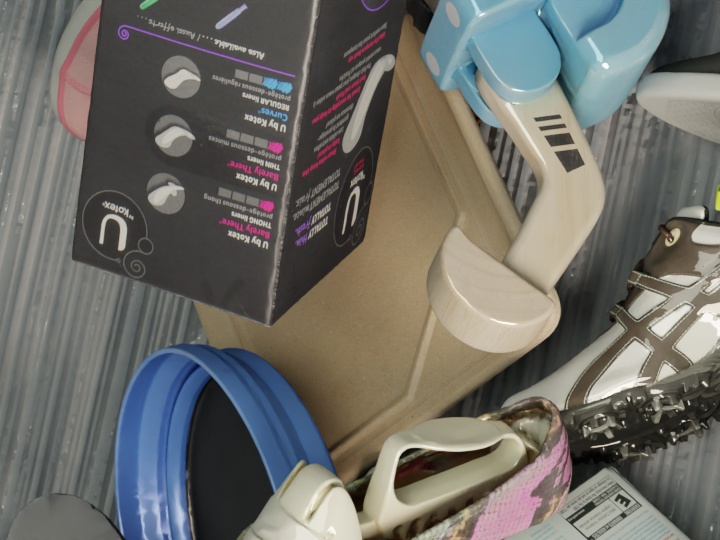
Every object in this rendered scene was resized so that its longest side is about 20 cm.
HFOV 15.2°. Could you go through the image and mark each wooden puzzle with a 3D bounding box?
[{"bbox_3d":[0.000,0.000,1.308,0.200,0.037,0.186,-40,57,29],"label":"wooden puzzle"}]

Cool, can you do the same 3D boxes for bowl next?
[{"bbox_3d":[-0.059,0.132,1.279,0.200,0.039,0.202,32,127,55],"label":"bowl"}]

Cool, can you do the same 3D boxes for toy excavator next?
[{"bbox_3d":[0.084,-0.085,1.220,0.193,0.100,0.201,-26,73,-20],"label":"toy excavator"}]

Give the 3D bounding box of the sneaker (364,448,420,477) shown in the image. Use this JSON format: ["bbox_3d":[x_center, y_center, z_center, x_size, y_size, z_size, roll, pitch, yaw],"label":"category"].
[{"bbox_3d":[0.009,0.182,1.273,0.074,0.087,0.202,2,85,24],"label":"sneaker"}]

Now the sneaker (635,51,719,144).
[{"bbox_3d":[0.225,-0.109,1.223,0.199,0.071,0.100,1,72,30],"label":"sneaker"}]

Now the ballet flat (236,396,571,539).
[{"bbox_3d":[0.008,0.105,1.159,0.069,0.199,0.072,40,145,43],"label":"ballet flat"}]

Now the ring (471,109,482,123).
[{"bbox_3d":[0.011,-0.156,1.357,0.199,0.019,0.202,-4,81,25],"label":"ring"}]

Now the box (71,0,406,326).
[{"bbox_3d":[-0.050,-0.097,1.209,0.105,0.122,0.201,17,115,17],"label":"box"}]

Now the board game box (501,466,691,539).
[{"bbox_3d":[0.126,0.199,1.177,0.200,0.147,0.065,42,143,25],"label":"board game box"}]

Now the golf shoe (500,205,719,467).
[{"bbox_3d":[0.146,0.025,1.240,0.199,0.078,0.095,-23,67,12],"label":"golf shoe"}]

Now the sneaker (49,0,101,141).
[{"bbox_3d":[-0.079,-0.110,1.338,0.200,0.075,0.105,-43,50,28],"label":"sneaker"}]

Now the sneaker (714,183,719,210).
[{"bbox_3d":[0.255,-0.039,1.170,0.198,0.072,0.083,-3,35,-7],"label":"sneaker"}]

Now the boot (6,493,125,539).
[{"bbox_3d":[-0.103,0.200,1.300,0.074,0.097,0.201,-26,83,-4],"label":"boot"}]
